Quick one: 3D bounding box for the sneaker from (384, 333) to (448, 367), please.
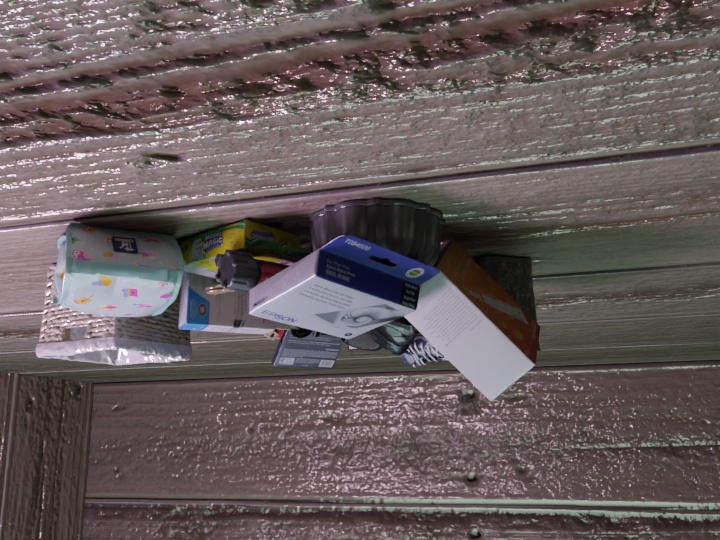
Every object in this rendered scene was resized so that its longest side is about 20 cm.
[{"bbox_3d":[0.110,0.132,1.201,0.085,0.078,0.198,-41,-151,-26],"label":"sneaker"}]

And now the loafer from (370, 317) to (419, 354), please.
[{"bbox_3d":[0.011,0.053,1.135,0.197,0.074,0.073,31,129,-11],"label":"loafer"}]

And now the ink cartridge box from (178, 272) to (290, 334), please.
[{"bbox_3d":[-0.210,0.047,1.222,0.195,0.119,0.068,7,165,-26],"label":"ink cartridge box"}]

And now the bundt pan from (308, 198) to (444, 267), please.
[{"bbox_3d":[0.023,-0.033,0.997,0.196,0.078,0.202,-1,166,0],"label":"bundt pan"}]

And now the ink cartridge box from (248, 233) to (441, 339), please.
[{"bbox_3d":[-0.018,0.031,0.953,0.197,0.042,0.198,18,145,-40],"label":"ink cartridge box"}]

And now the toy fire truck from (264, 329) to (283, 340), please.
[{"bbox_3d":[-0.184,0.100,1.405,0.049,0.200,0.141,-45,-178,10],"label":"toy fire truck"}]

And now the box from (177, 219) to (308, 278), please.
[{"bbox_3d":[-0.180,-0.029,1.066,0.197,0.050,0.116,-10,163,39],"label":"box"}]

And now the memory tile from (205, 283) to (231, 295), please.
[{"bbox_3d":[-0.142,0.009,1.137,0.196,0.017,0.152,-14,-179,-34],"label":"memory tile"}]

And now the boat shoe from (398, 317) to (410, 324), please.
[{"bbox_3d":[0.039,0.064,1.242,0.061,0.072,0.200,47,155,-16],"label":"boat shoe"}]

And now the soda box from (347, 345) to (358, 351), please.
[{"bbox_3d":[0.068,0.115,1.353,0.196,0.065,0.070,-10,172,36],"label":"soda box"}]

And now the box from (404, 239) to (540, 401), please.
[{"bbox_3d":[0.168,0.073,1.069,0.098,0.200,0.125,-45,-177,28],"label":"box"}]

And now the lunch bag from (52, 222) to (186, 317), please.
[{"bbox_3d":[-0.357,0.003,1.033,0.166,0.126,0.199,7,170,-27],"label":"lunch bag"}]

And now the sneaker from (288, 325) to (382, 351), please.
[{"bbox_3d":[-0.052,0.090,1.170,0.197,0.077,0.114,32,-153,2],"label":"sneaker"}]

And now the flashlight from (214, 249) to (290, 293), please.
[{"bbox_3d":[-0.110,0.017,1.018,0.197,0.070,0.067,12,156,-43],"label":"flashlight"}]

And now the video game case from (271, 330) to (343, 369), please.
[{"bbox_3d":[-0.080,0.107,1.388,0.140,0.204,0.019,8,-154,-34],"label":"video game case"}]

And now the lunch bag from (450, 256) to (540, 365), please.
[{"bbox_3d":[0.223,0.079,1.267,0.115,0.169,0.199,2,167,-23],"label":"lunch bag"}]

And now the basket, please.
[{"bbox_3d":[-0.427,0.078,1.247,0.194,0.165,0.199,-7,164,26],"label":"basket"}]
